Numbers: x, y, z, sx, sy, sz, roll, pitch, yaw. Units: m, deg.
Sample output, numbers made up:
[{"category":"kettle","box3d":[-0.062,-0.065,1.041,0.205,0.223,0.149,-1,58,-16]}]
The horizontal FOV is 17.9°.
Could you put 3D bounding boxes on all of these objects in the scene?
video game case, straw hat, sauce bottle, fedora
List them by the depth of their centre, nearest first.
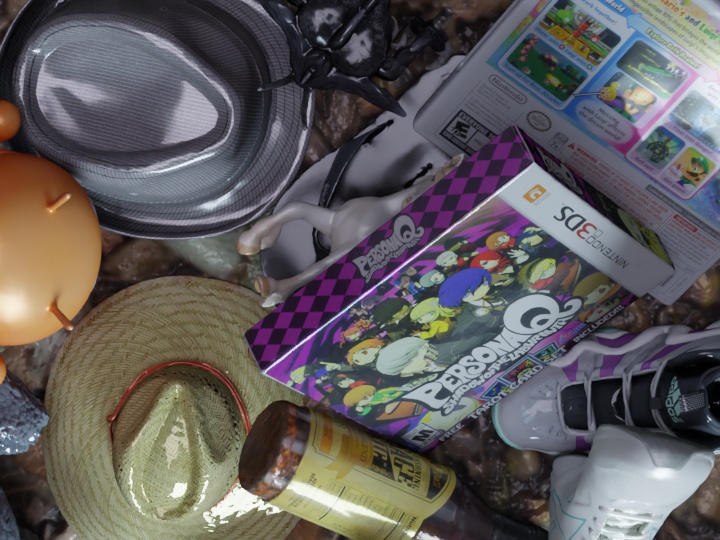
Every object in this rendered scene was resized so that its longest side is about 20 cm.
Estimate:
[{"category":"video game case","box3d":[0.061,0.018,1.325,0.200,0.181,0.036,-37,54,16]},{"category":"video game case","box3d":[0.162,-0.092,1.343,0.200,0.024,0.182,34,124,-12]},{"category":"fedora","box3d":[-0.130,-0.104,1.382,0.200,0.090,0.177,19,98,1]},{"category":"sauce bottle","box3d":[0.024,0.141,1.393,0.200,0.066,0.066,24,98,-22]},{"category":"straw hat","box3d":[-0.112,0.108,1.408,0.201,0.085,0.202,0,97,4]}]

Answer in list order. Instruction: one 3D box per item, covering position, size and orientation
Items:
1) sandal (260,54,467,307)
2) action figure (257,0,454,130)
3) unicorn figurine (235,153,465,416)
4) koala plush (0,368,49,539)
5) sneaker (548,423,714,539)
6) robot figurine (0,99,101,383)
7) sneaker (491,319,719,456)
[{"category":"sandal","box3d":[0.008,-0.054,1.403,0.076,0.043,0.200,40,97,-1]},{"category":"action figure","box3d":[0.012,-0.166,1.362,0.119,0.102,0.200,39,81,-1]},{"category":"unicorn figurine","box3d":[0.000,0.000,1.360,0.137,0.200,0.074,-17,56,-16]},{"category":"koala plush","box3d":[-0.238,0.194,1.395,0.177,0.184,0.200,-32,116,19]},{"category":"sneaker","box3d":[0.154,0.140,1.332,0.070,0.200,0.080,15,72,-4]},{"category":"robot figurine","box3d":[-0.233,-0.016,1.358,0.117,0.200,0.144,50,63,-38]},{"category":"sneaker","box3d":[0.175,0.073,1.357,0.200,0.140,0.078,-15,96,5]}]
